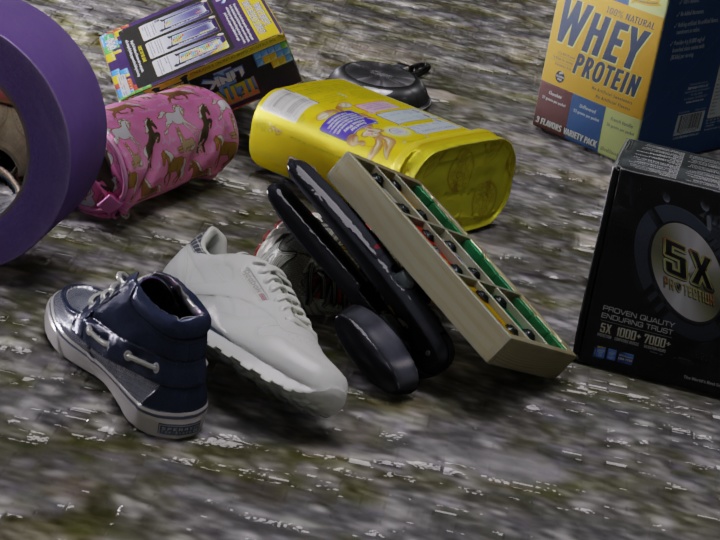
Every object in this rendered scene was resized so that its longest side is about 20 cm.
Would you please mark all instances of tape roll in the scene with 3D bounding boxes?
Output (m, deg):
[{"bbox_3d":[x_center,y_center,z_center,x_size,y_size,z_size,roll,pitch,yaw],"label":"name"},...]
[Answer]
[{"bbox_3d":[-0.299,-0.106,1.607,0.199,0.201,0.085,13,21,8],"label":"tape roll"}]

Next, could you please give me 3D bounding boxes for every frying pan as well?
[{"bbox_3d":[0.045,-0.198,2.228,0.190,0.031,0.115,-15,34,-42],"label":"frying pan"}]

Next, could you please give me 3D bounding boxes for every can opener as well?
[{"bbox_3d":[0.000,0.000,1.568,0.200,0.063,0.079,58,22,16],"label":"can opener"}]

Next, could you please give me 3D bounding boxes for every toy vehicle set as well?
[{"bbox_3d":[0.069,-0.003,1.594,0.200,0.027,0.124,49,15,24],"label":"toy vehicle set"}]

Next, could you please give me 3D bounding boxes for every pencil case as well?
[{"bbox_3d":[-0.180,-0.103,1.806,0.083,0.087,0.200,22,24,20],"label":"pencil case"}]

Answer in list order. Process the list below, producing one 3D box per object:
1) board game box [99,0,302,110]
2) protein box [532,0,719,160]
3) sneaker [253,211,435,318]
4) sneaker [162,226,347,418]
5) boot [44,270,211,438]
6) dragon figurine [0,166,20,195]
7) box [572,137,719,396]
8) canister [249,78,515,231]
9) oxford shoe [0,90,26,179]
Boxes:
[{"bbox_3d":[-0.155,-0.201,2.010,0.165,0.057,0.200,-22,27,-2],"label":"board game box"},{"bbox_3d":[0.306,-0.234,2.194,0.135,0.201,0.198,27,27,37],"label":"protein box"},{"bbox_3d":[-0.003,0.000,1.644,0.199,0.078,0.082,-9,30,-39],"label":"sneaker"},{"bbox_3d":[-0.073,0.034,1.494,0.200,0.081,0.076,32,-12,39],"label":"sneaker"},{"bbox_3d":[-0.158,0.032,1.476,0.073,0.091,0.200,-5,27,-34],"label":"boot"},{"bbox_3d":[-0.368,-0.083,1.710,0.199,0.100,0.059,30,20,-3],"label":"dragon figurine"},{"bbox_3d":[0.280,0.006,1.640,0.199,0.164,0.086,15,21,10],"label":"box"},{"bbox_3d":[0.017,-0.104,1.901,0.200,0.087,0.148,25,26,36],"label":"canister"},{"bbox_3d":[-0.281,-0.112,1.827,0.199,0.075,0.070,16,-10,-36],"label":"oxford shoe"}]
